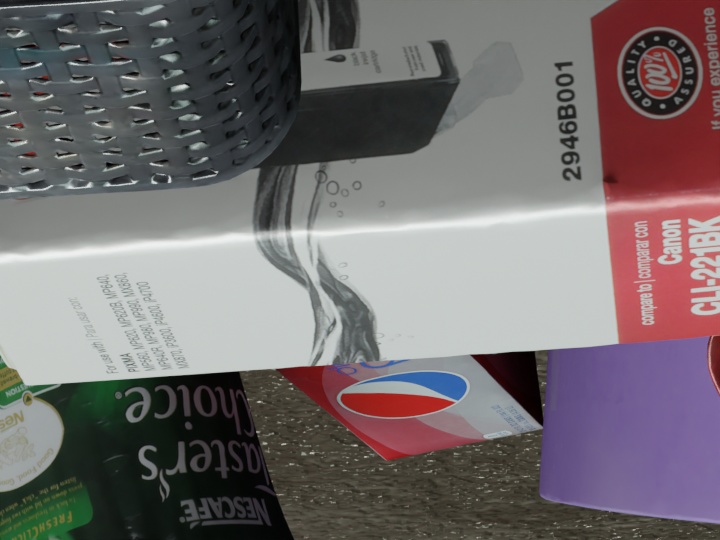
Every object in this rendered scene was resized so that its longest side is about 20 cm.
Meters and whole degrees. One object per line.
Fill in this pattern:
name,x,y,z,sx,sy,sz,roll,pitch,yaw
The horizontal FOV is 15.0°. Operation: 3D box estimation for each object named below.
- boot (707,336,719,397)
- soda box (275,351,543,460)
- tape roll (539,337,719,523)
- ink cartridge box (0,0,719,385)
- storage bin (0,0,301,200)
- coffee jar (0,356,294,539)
boot,0.156,-0.013,0.771,0.072,0.144,0.200,33,-177,27
soda box,0.000,0.000,0.903,0.063,0.070,0.200,-13,155,18
tape roll,0.161,0.041,0.915,0.199,0.085,0.200,5,178,0
ink cartridge box,0.003,-0.058,0.670,0.199,0.145,0.084,-5,156,6
storage bin,-0.116,-0.093,0.585,0.199,0.136,0.094,-4,157,4
coffee jar,-0.078,0.059,0.851,0.085,0.200,0.104,-26,164,27
